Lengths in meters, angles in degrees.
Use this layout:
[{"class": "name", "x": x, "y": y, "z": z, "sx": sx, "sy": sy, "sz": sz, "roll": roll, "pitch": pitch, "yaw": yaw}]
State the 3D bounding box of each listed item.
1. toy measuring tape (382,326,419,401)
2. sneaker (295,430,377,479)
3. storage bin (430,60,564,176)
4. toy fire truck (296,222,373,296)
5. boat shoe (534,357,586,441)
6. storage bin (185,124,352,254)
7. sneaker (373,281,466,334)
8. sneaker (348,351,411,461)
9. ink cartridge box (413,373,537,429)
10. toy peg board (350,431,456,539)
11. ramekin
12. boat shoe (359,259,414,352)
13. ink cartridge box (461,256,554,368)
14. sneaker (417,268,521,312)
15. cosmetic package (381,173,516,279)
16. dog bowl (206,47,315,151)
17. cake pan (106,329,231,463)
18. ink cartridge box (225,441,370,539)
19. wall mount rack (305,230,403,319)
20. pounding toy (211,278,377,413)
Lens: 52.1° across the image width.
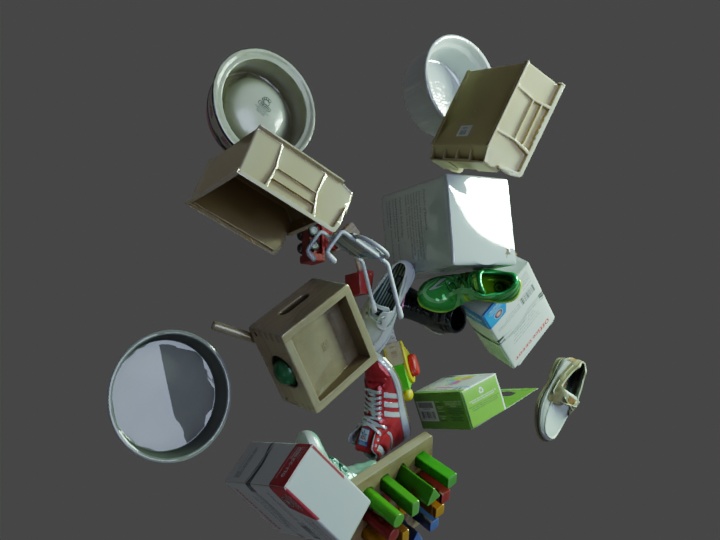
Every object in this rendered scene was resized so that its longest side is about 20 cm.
[{"class": "toy measuring tape", "x": 0.068, "y": 0.148, "z": 1.401, "sx": 0.073, "sy": 0.073, "sz": 0.203, "roll": -6, "pitch": 77, "yaw": -35}, {"class": "sneaker", "x": -0.035, "y": 0.341, "z": 1.287, "sx": 0.118, "sy": 0.073, "sz": 0.203, "roll": -32, "pitch": 111, "yaw": -28}, {"class": "storage bin", "x": 0.246, "y": -0.276, "z": 1.381, "sx": 0.093, "sy": 0.199, "sz": 0.201, "roll": 27, "pitch": 87, "yaw": -27}, {"class": "toy fire truck", "x": -0.046, "y": -0.057, "z": 1.358, "sx": 0.140, "sy": 0.049, "sz": 0.203, "roll": 5, "pitch": 79, "yaw": -35}, {"class": "boat shoe", "x": 0.447, "y": 0.284, "z": 1.641, "sx": 0.074, "sy": 0.068, "sz": 0.202, "roll": 34, "pitch": 65, "yaw": -26}, {"class": "storage bin", "x": -0.148, "y": -0.120, "z": 1.205, "sx": 0.197, "sy": 0.199, "sz": 0.095, "roll": 32, "pitch": 64, "yaw": -27}, {"class": "sneaker", "x": 0.124, "y": 0.068, "z": 1.429, "sx": 0.199, "sy": 0.099, "sz": 0.072, "roll": 28, "pitch": 70, "yaw": -27}, {"class": "sneaker", "x": 0.022, "y": 0.252, "z": 1.329, "sx": 0.112, "sy": 0.071, "sz": 0.202, "roll": -34, "pitch": 116, "yaw": -34}, {"class": "ink cartridge box", "x": 0.224, "y": 0.238, "z": 1.443, "sx": 0.198, "sy": 0.147, "sz": 0.077, "roll": -21, "pitch": 93, "yaw": -36}, {"class": "toy peg board", "x": 0.077, "y": 0.426, "z": 1.287, "sx": 0.198, "sy": 0.097, "sz": 0.202, "roll": -22, "pitch": 124, "yaw": -36}, {"class": "ramekin", "x": 0.182, "y": -0.377, "z": 1.540, "sx": 0.198, "sy": 0.097, "sz": 0.204, "roll": 6, "pitch": 80, "yaw": -34}, {"class": "boat shoe", "x": 0.033, "y": 0.069, "z": 1.349, "sx": 0.202, "sy": 0.073, "sz": 0.067, "roll": -67, "pitch": 164, "yaw": -2}, {"class": "ink cartridge box", "x": 0.298, "y": 0.080, "z": 1.500, "sx": 0.146, "sy": 0.084, "sz": 0.201, "roll": -48, "pitch": 134, "yaw": -12}, {"class": "sneaker", "x": 0.202, "y": 0.027, "z": 1.372, "sx": 0.197, "sy": 0.084, "sz": 0.075, "roll": -8, "pitch": 66, "yaw": 1}, {"class": "cosmetic package", "x": 0.167, "y": -0.078, "z": 1.420, "sx": 0.166, "sy": 0.199, "sz": 0.169, "roll": 0, "pitch": 82, "yaw": -36}, {"class": "dog bowl", "x": -0.180, "y": -0.276, "z": 1.284, "sx": 0.198, "sy": 0.073, "sz": 0.203, "roll": 7, "pitch": 78, "yaw": -34}, {"class": "cake pan", "x": -0.298, "y": 0.195, "z": 1.147, "sx": 0.198, "sy": 0.037, "sz": 0.203, "roll": 6, "pitch": 79, "yaw": -34}, {"class": "ink cartridge box", "x": -0.103, "y": 0.349, "z": 1.164, "sx": 0.145, "sy": 0.199, "sz": 0.084, "roll": 49, "pitch": 56, "yaw": -19}, {"class": "wall mount rack", "x": 0.000, "y": 0.000, "z": 1.239, "sx": 0.173, "sy": 0.200, "sz": 0.075, "roll": 37, "pitch": 80, "yaw": -18}, {"class": "pounding toy", "x": -0.109, "y": 0.122, "z": 1.251, "sx": 0.199, "sy": 0.141, "sz": 0.186, "roll": -37, "pitch": 118, "yaw": -31}]
